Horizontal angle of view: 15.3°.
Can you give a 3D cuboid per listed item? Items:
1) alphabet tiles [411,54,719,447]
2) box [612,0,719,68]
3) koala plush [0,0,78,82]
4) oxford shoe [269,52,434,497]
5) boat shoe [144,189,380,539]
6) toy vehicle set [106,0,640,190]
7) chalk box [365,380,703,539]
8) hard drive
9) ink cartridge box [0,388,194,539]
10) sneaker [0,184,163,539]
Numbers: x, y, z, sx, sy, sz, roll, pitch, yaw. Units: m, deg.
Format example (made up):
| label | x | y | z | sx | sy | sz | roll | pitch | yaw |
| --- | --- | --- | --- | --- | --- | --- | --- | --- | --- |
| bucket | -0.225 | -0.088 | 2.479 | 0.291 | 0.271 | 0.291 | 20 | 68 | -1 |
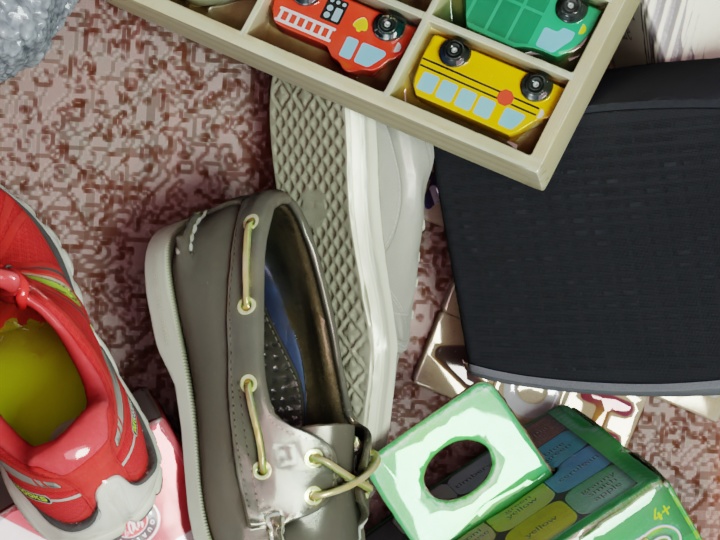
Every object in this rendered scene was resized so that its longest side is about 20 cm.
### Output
| label | x | y | z | sx | sy | sz | roll | pitch | yaw |
| --- | --- | --- | --- | --- | --- | --- | --- | --- | --- |
| alphabet tiles | 0.104 | -0.026 | 1.146 | 0.167 | 0.008 | 0.200 | 22 | 91 | -12 |
| box | 0.158 | -0.053 | 1.109 | 0.068 | 0.082 | 0.200 | -20 | 97 | -7 |
| koala plush | -0.148 | -0.196 | 0.972 | 0.177 | 0.200 | 0.184 | 40 | 84 | 6 |
| oxford shoe | 0.000 | 0.000 | 1.104 | 0.058 | 0.075 | 0.200 | -7 | 100 | -42 |
| boat shoe | -0.030 | 0.067 | 1.048 | 0.060 | 0.072 | 0.202 | -24 | 74 | 32 |
| toy vehicle set | 0.010 | -0.126 | 1.056 | 0.200 | 0.027 | 0.124 | 24 | 80 | 16 |
| chalk box | 0.080 | 0.143 | 1.087 | 0.124 | 0.124 | 0.200 | -34 | 108 | -5 |
| hard drive | 0.117 | -0.013 | 1.058 | 0.042 | 0.200 | 0.135 | -20 | 103 | -50 |
| ink cartridge box | -0.094 | 0.173 | 1.092 | 0.144 | 0.084 | 0.200 | -31 | 101 | -5 |
| sneaker | -0.140 | 0.014 | 1.031 | 0.077 | 0.085 | 0.200 | -36 | 60 | -9 |
